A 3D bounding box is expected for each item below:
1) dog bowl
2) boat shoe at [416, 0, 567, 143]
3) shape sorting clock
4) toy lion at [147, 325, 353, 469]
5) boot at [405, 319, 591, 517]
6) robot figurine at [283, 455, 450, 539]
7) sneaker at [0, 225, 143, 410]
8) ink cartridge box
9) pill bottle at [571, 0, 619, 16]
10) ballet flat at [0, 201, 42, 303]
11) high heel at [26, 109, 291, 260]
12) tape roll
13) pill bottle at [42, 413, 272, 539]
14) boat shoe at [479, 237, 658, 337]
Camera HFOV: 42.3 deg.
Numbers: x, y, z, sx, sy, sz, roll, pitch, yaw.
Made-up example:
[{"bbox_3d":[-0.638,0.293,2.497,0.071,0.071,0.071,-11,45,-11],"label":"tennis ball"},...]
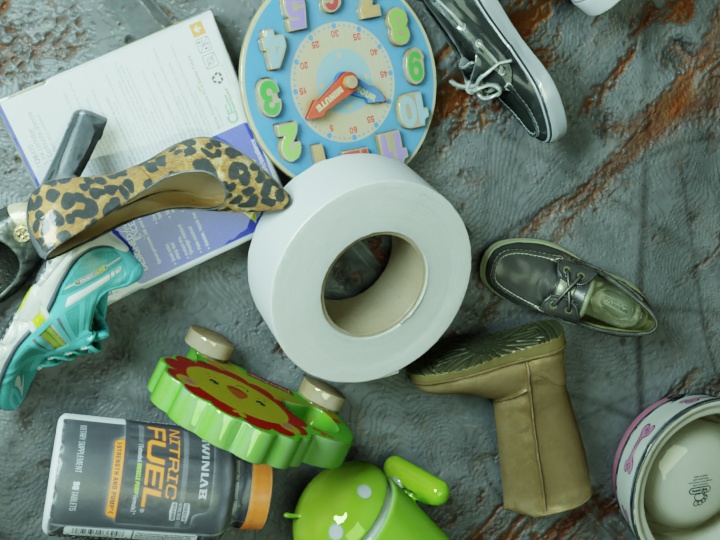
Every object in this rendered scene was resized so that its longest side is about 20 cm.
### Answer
[{"bbox_3d":[0.368,0.227,1.030,0.197,0.074,0.204,-3,102,-16],"label":"dog bowl"},{"bbox_3d":[0.119,-0.195,0.874,0.068,0.073,0.201,-38,108,-10],"label":"boat shoe"},{"bbox_3d":[-0.015,-0.171,0.846,0.197,0.039,0.204,-5,101,-27],"label":"shape sorting clock"},{"bbox_3d":[-0.091,0.124,0.817,0.198,0.192,0.069,26,94,-19],"label":"toy lion"},{"bbox_3d":[0.147,0.165,0.959,0.172,0.066,0.203,-11,112,2],"label":"boot"},{"bbox_3d":[0.014,0.271,0.916,0.200,0.115,0.176,47,64,-17],"label":"robot figurine"},{"bbox_3d":[-0.257,0.051,0.793,0.079,0.078,0.201,32,112,-16],"label":"sneaker"},{"bbox_3d":[-0.184,-0.098,0.826,0.198,0.047,0.200,-24,108,-8],"label":"ink cartridge box"},{"bbox_3d":[0.164,-0.325,0.841,0.199,0.112,0.113,32,91,-20],"label":"pill bottle"},{"bbox_3d":[-0.340,0.017,0.796,0.200,0.057,0.067,-43,110,-4],"label":"ballet flat"},{"bbox_3d":[-0.159,-0.043,0.748,0.197,0.072,0.144,16,52,-9],"label":"high heel"},{"bbox_3d":[0.000,0.000,0.852,0.199,0.071,0.205,-12,121,-21],"label":"tape roll"},{"bbox_3d":[-0.182,0.193,0.851,0.197,0.106,0.108,9,99,-18],"label":"pill bottle"},{"bbox_3d":[0.218,0.020,0.949,0.198,0.066,0.073,19,96,-18],"label":"boat shoe"}]
